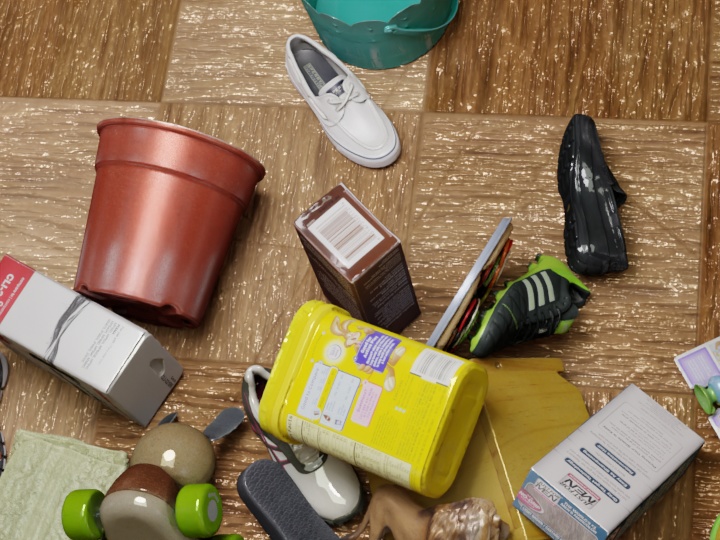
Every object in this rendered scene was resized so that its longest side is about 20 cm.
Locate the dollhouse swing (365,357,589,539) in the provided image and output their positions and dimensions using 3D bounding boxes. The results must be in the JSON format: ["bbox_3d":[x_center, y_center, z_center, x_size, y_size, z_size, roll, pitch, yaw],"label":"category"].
[{"bbox_3d":[0.134,0.221,1.591,0.182,0.176,0.200,2,59,-35],"label":"dollhouse swing"}]

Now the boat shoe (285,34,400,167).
[{"bbox_3d":[-0.028,-0.204,1.783,0.074,0.065,0.200,-41,66,-9],"label":"boat shoe"}]

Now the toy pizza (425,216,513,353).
[{"bbox_3d":[0.116,0.033,1.590,0.032,0.200,0.200,32,75,4],"label":"toy pizza"}]

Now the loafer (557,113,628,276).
[{"bbox_3d":[0.264,-0.085,1.688,0.070,0.068,0.201,4,63,-10],"label":"loafer"}]

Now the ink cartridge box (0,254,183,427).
[{"bbox_3d":[-0.315,0.081,1.667,0.200,0.144,0.084,26,76,19],"label":"ink cartridge box"}]

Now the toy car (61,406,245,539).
[{"bbox_3d":[-0.198,0.229,1.609,0.164,0.158,0.200,-5,41,21],"label":"toy car"}]

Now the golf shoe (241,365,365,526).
[{"bbox_3d":[-0.071,0.189,1.612,0.077,0.088,0.200,-36,67,-8],"label":"golf shoe"}]

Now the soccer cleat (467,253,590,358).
[{"bbox_3d":[0.184,0.045,1.597,0.081,0.068,0.200,36,39,14],"label":"soccer cleat"}]

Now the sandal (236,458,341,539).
[{"bbox_3d":[-0.063,0.291,1.578,0.076,0.043,0.200,-21,74,-40],"label":"sandal"}]

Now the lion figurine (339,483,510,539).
[{"bbox_3d":[0.056,0.260,1.500,0.200,0.072,0.123,20,111,38],"label":"lion figurine"}]

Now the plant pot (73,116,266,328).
[{"bbox_3d":[-0.229,-0.046,1.692,0.200,0.201,0.196,11,78,14],"label":"plant pot"}]

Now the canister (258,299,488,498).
[{"bbox_3d":[0.014,0.129,1.498,0.200,0.087,0.149,19,85,31],"label":"canister"}]

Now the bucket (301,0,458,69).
[{"bbox_3d":[0.019,-0.352,1.801,0.207,0.135,0.208,-4,67,9],"label":"bucket"}]

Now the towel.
[{"bbox_3d":[-0.346,0.280,1.647,0.148,0.036,0.200,12,69,14],"label":"towel"}]

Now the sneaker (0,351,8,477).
[{"bbox_3d":[-0.449,0.161,1.673,0.077,0.112,0.200,-8,66,6],"label":"sneaker"}]

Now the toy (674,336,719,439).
[{"bbox_3d":[0.449,0.094,1.584,0.200,0.047,0.115,-26,67,-1],"label":"toy"}]

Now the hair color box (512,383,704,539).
[{"bbox_3d":[0.252,0.203,1.507,0.100,0.061,0.200,39,42,21],"label":"hair color box"}]

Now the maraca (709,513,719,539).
[{"bbox_3d":[0.446,0.272,1.475,0.200,0.107,0.137,-11,73,5],"label":"maraca"}]

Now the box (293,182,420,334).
[{"bbox_3d":[0.000,0.000,1.618,0.075,0.200,0.100,-40,67,-11],"label":"box"}]
